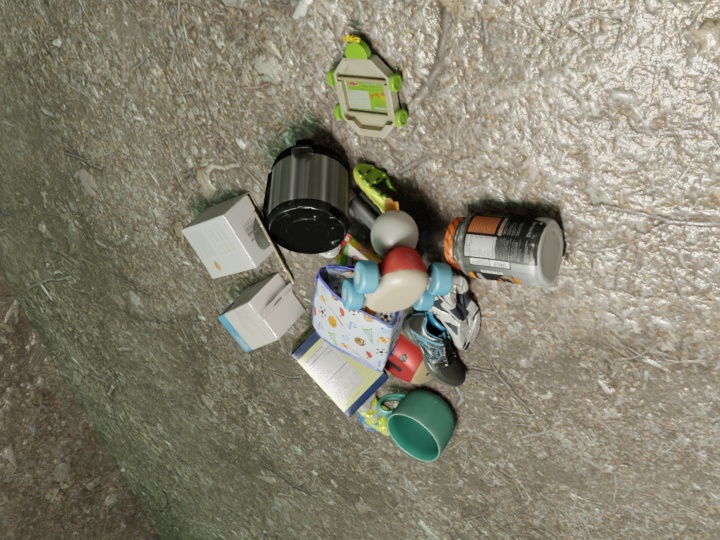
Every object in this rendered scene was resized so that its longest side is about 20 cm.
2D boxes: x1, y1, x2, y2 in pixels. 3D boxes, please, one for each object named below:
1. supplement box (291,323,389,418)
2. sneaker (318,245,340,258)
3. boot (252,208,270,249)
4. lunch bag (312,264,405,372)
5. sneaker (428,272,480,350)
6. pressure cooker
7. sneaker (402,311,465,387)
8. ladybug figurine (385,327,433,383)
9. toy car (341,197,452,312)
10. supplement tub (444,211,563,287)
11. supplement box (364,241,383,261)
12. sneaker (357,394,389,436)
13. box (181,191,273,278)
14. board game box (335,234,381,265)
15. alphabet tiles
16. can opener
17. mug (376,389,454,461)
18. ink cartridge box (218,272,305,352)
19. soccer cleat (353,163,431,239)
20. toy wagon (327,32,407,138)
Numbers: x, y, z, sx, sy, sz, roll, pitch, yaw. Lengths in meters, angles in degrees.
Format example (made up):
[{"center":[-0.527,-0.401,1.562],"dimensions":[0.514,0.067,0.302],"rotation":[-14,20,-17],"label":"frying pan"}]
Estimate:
[{"center":[-0.052,0.213,1.863],"dimensions":[0.200,0.134,0.200],"rotation":[47,179,-5],"label":"supplement box"},{"center":[-0.075,-0.067,1.713],"dimensions":[0.081,0.070,0.200],"rotation":[54,178,-28],"label":"sneaker"},{"center":[-0.188,-0.098,1.764],"dimensions":[0.071,0.186,0.199],"rotation":[23,143,-29],"label":"boot"},{"center":[-0.009,0.089,1.647],"dimensions":[0.196,0.125,0.172],"rotation":[23,137,13],"label":"lunch bag"},{"center":[0.176,0.074,1.654],"dimensions":[0.128,0.080,0.201],"rotation":[26,154,43],"label":"sneaker"},{"center":[-0.104,-0.158,1.600],"dimensions":[0.176,0.204,0.175],"rotation":[22,143,-30],"label":"pressure cooker"},{"center":[0.175,0.177,1.744],"dimensions":[0.201,0.073,0.081],"rotation":[50,141,-8],"label":"sneaker"},{"center":[0.092,0.198,1.839],"dimensions":[0.198,0.072,0.137],"rotation":[34,141,14],"label":"ladybug figurine"},{"center":[0.062,-0.036,1.509],"dimensions":[0.180,0.205,0.177],"rotation":[2,159,-17],"label":"toy car"},{"center":[0.260,-0.042,1.428],"dimensions":[0.197,0.123,0.125],"rotation":[9,131,37],"label":"supplement tub"},{"center":[0.000,0.000,1.749],"dimensions":[0.067,0.069,0.199],"rotation":[47,144,-5],"label":"supplement box"},{"center":[0.008,0.363,2.064],"dimensions":[0.104,0.076,0.202],"rotation":[-20,111,50],"label":"sneaker"},{"center":[-0.322,-0.084,1.929],"dimensions":[0.197,0.107,0.154],"rotation":[-11,118,46],"label":"box"},{"center":[0.026,0.014,1.667],"dimensions":[0.199,0.030,0.096],"rotation":[41,141,11],"label":"board game box"},{"center":[-0.186,-0.068,1.614],"dimensions":[0.203,0.006,0.166],"rotation":[63,178,-10],"label":"alphabet tiles"},{"center":[0.050,-0.075,1.644],"dimensions":[0.200,0.053,0.067],"rotation":[45,141,1],"label":"can opener"},{"center":[0.145,0.357,1.902],"dimensions":[0.186,0.114,0.151],"rotation":[50,142,-7],"label":"mug"},{"center":[-0.251,0.109,2.023],"dimensions":[0.126,0.129,0.198],"rotation":[52,142,-12],"label":"ink cartridge box"},{"center":[0.056,-0.134,1.577],"dimensions":[0.199,0.065,0.084],"rotation":[41,144,4],"label":"soccer cleat"},{"center":[0.010,-0.344,1.447],"dimensions":[0.152,0.040,0.204],"rotation":[14,132,33],"label":"toy wagon"}]
